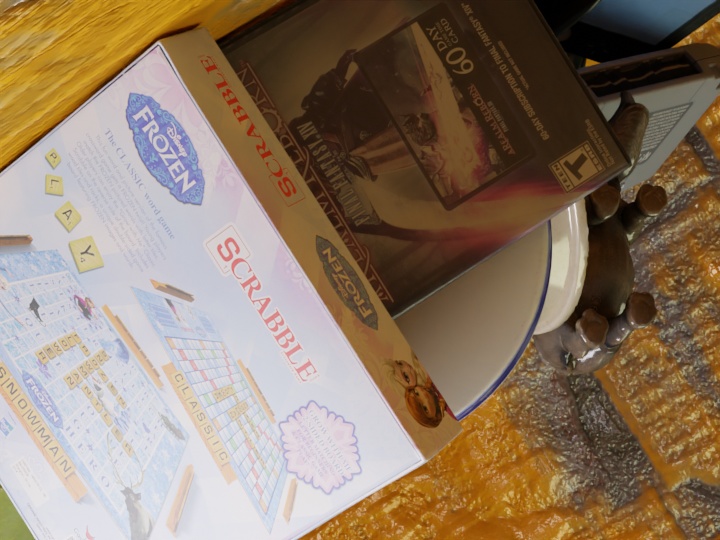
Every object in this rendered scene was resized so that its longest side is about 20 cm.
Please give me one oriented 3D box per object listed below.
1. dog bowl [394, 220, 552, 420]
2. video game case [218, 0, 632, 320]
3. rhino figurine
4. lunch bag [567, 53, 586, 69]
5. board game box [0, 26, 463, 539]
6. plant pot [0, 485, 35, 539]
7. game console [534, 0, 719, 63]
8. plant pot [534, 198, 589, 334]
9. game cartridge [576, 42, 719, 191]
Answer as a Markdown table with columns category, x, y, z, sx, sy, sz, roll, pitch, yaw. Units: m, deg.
| category | x | y | z | sx | sy | sz | roll | pitch | yaw |
| --- | --- | --- | --- | --- | --- | --- | --- | --- | --- |
| dog bowl | -0.007 | -0.012 | 1.001 | 0.199 | 0.201 | 0.079 | -33 | 175 | 2 |
| video game case | 0.007 | -0.058 | 0.930 | 0.199 | 0.144 | 0.019 | -32 | 179 | -19 |
| rhino figurine | 0.148 | -0.027 | 1.296 | 0.087 | 0.059 | 0.202 | 135 | -30 | -60 |
| lunch bag | 0.088 | -0.100 | 1.546 | 0.200 | 0.122 | 0.170 | -42 | 173 | -9 |
| board game box | -0.087 | 0.034 | 0.889 | 0.199 | 0.201 | 0.041 | -33 | 179 | 31 |
| plant pot | -0.218 | 0.110 | 1.186 | 0.199 | 0.200 | 0.190 | -31 | 166 | -37 |
| game console | 0.166 | -0.155 | 1.347 | 0.174 | 0.118 | 0.200 | 15 | 153 | -26 |
| plant pot | 0.003 | -0.029 | 1.214 | 0.182 | 0.202 | 0.200 | -20 | 173 | -23 |
| game cartridge | 0.159 | -0.090 | 1.430 | 0.199 | 0.041 | 0.134 | -16 | 147 | -45 |
